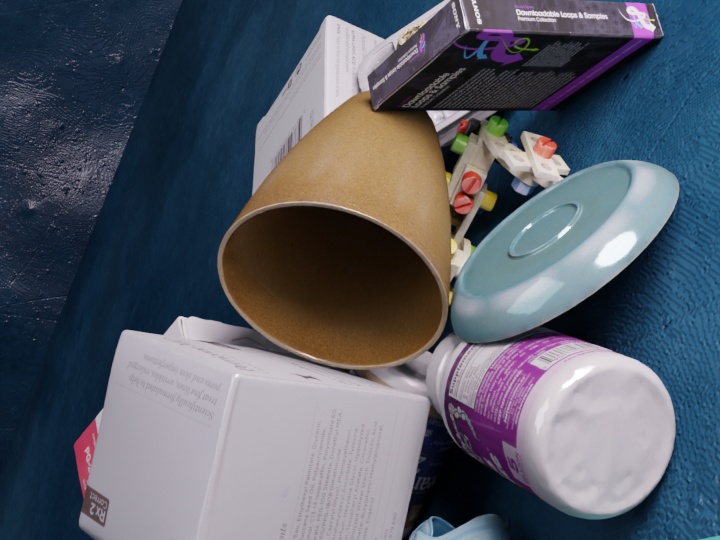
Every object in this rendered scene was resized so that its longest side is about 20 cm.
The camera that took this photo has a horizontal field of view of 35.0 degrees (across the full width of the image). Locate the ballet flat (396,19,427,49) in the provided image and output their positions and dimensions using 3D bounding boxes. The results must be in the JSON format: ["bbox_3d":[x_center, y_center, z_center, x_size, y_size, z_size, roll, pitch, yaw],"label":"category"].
[{"bbox_3d":[0.109,-0.237,1.110,0.199,0.046,0.068,4,56,45],"label":"ballet flat"}]

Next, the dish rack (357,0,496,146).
[{"bbox_3d":[0.084,-0.195,1.167,0.171,0.044,0.201,-30,38,17],"label":"dish rack"}]

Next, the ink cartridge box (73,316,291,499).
[{"bbox_3d":[-0.152,0.146,1.067,0.200,0.144,0.085,-47,47,29],"label":"ink cartridge box"}]

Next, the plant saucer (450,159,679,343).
[{"bbox_3d":[0.143,-0.022,0.854,0.200,0.027,0.200,-37,14,11],"label":"plant saucer"}]

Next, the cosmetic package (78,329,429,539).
[{"bbox_3d":[-0.082,0.152,0.895,0.164,0.199,0.166,13,90,48],"label":"cosmetic package"}]

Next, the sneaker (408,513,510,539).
[{"bbox_3d":[0.055,0.247,0.927,0.200,0.074,0.082,-29,45,43],"label":"sneaker"}]

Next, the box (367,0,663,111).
[{"bbox_3d":[0.123,-0.173,0.927,0.143,0.199,0.036,-32,68,55],"label":"box"}]

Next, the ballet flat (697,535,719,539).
[{"bbox_3d":[0.174,0.205,0.711,0.200,0.067,0.071,-28,72,59],"label":"ballet flat"}]

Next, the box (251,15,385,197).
[{"bbox_3d":[-0.028,-0.145,1.330,0.199,0.130,0.201,-49,30,41],"label":"box"}]

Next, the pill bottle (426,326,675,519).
[{"bbox_3d":[0.125,0.097,0.824,0.200,0.112,0.113,19,90,68],"label":"pill bottle"}]

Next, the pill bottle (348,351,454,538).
[{"bbox_3d":[0.014,0.170,1.019,0.201,0.110,0.111,-66,23,13],"label":"pill bottle"}]

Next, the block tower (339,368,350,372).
[{"bbox_3d":[0.000,0.000,1.085,0.058,0.054,0.201,-3,64,46],"label":"block tower"}]

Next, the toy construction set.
[{"bbox_3d":[0.099,-0.062,1.028,0.200,0.092,0.131,-48,13,32],"label":"toy construction set"}]

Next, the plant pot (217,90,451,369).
[{"bbox_3d":[-0.001,-0.055,0.951,0.186,0.186,0.201,-45,20,46],"label":"plant pot"}]
